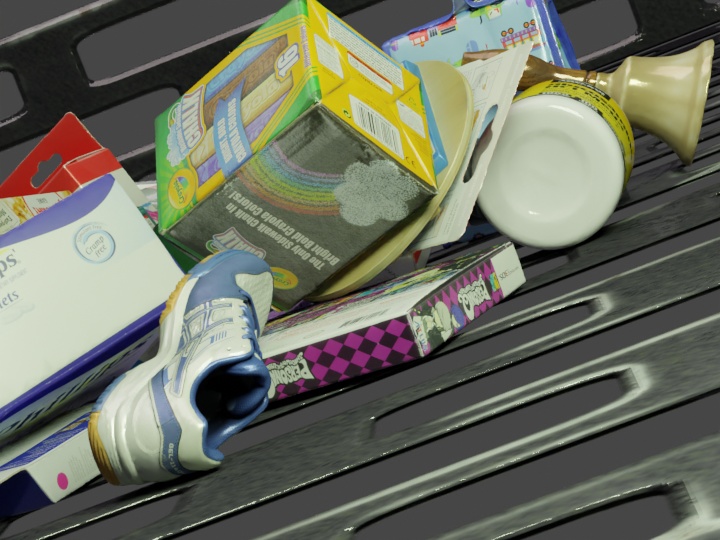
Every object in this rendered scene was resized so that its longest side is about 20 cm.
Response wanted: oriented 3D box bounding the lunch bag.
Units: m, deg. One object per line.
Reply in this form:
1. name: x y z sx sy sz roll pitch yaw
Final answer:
1. lunch bag: 0.113 -0.142 1.852 0.150 0.201 0.094 -19 7 19

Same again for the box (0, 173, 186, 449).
1. box: -0.237 0.053 1.482 0.184 0.105 0.200 -34 -7 -34

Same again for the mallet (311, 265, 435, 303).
1. mallet: 0.000 0.000 1.678 0.066 0.041 0.200 22 -14 -28

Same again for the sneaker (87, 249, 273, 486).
1. sneaker: -0.083 0.060 1.314 0.088 0.076 0.200 -4 36 29

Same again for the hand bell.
1. hand bell: 0.181 -0.154 1.772 0.199 0.105 0.104 11 10 5

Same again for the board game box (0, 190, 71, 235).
1. board game box: -0.292 0.010 1.572 0.151 0.046 0.200 -41 -8 18

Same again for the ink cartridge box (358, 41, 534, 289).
1. ink cartridge box: 0.061 -0.069 1.567 0.200 0.050 0.162 -13 53 59

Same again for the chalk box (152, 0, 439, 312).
1. chalk box: -0.062 -0.067 1.504 0.200 0.124 0.124 -36 38 26

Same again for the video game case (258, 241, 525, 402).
1. video game case: -0.011 0.043 1.444 0.199 0.036 0.181 -18 7 28

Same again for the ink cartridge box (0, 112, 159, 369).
1. ink cartridge box: -0.211 -0.010 1.697 0.116 0.200 0.067 -42 -5 29

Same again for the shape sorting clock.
1. shape sorting clock: 0.009 -0.064 1.560 0.200 0.039 0.201 -34 39 32

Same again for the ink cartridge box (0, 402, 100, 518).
1. ink cartridge box: -0.206 0.126 1.398 0.094 0.037 0.200 -17 5 30

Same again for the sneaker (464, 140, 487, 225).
1. sneaker: 0.055 -0.064 1.766 0.199 0.071 0.082 -10 1 -29

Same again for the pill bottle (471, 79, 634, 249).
1. pill bottle: 0.151 -0.086 1.654 0.112 0.113 0.200 -20 7 13

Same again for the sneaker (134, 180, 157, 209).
1. sneaker: -0.132 -0.044 1.775 0.199 0.070 0.082 -18 30 2

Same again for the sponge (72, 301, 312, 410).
1. sponge: -0.117 0.073 1.576 0.111 0.030 0.200 -19 7 26
